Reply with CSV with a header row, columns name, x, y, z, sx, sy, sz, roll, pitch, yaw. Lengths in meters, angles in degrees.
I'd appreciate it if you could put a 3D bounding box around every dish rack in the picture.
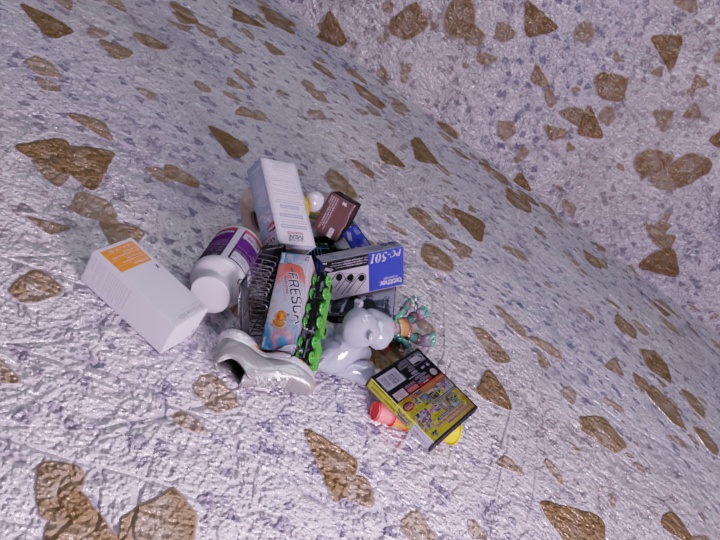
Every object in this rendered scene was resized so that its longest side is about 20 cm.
name,x,y,z,sx,sy,sz,roll,pitch,yaw
dish rack,-0.191,0.051,1.383,0.054,0.156,0.201,4,26,8

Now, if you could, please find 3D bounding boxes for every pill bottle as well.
name,x,y,z,sx,sy,sz,roll,pitch,yaw
pill bottle,-0.266,-0.001,1.411,0.112,0.113,0.201,32,28,-8

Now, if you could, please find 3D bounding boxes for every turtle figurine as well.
name,x,y,z,sx,sy,sz,roll,pitch,yaw
turtle figurine,0.109,0.131,1.644,0.099,0.153,0.199,1,-2,27

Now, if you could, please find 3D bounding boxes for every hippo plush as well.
name,x,y,z,sx,sy,sz,roll,pitch,yaw
hippo plush,-0.024,0.125,1.445,0.198,0.162,0.160,11,36,-39

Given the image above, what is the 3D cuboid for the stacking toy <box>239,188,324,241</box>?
name,x,y,z,sx,sy,sz,roll,pitch,yaw
stacking toy,-0.164,-0.135,1.638,0.198,0.147,0.147,-21,57,-30

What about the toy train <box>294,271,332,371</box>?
name,x,y,z,sx,sy,sz,roll,pitch,yaw
toy train,-0.084,0.099,1.379,0.057,0.041,0.203,56,39,-53

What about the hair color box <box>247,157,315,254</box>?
name,x,y,z,sx,sy,sz,roll,pitch,yaw
hair color box,-0.169,-0.132,1.517,0.098,0.060,0.203,4,62,-42

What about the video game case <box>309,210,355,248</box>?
name,x,y,z,sx,sy,sz,roll,pitch,yaw
video game case,-0.071,-0.106,1.900,0.198,0.022,0.183,6,41,-43

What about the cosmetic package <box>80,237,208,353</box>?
name,x,y,z,sx,sy,sz,roll,pitch,yaw
cosmetic package,-0.379,0.041,1.260,0.199,0.072,0.101,41,27,7

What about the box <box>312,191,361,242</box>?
name,x,y,z,sx,sy,sz,roll,pitch,yaw
box,-0.056,-0.135,1.764,0.074,0.101,0.200,29,7,-1

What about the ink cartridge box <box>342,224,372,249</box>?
name,x,y,z,sx,sy,sz,roll,pitch,yaw
ink cartridge box,0.022,-0.024,1.747,0.094,0.044,0.200,54,-2,31

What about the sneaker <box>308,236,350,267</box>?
name,x,y,z,sx,sy,sz,roll,pitch,yaw
sneaker,-0.115,-0.055,1.706,0.198,0.078,0.071,21,31,-28

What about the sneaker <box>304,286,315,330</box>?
name,x,y,z,sx,sy,sz,roll,pitch,yaw
sneaker,-0.110,0.055,1.518,0.075,0.081,0.200,23,14,-14

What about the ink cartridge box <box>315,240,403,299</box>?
name,x,y,z,sx,sy,sz,roll,pitch,yaw
ink cartridge box,0.000,0.000,1.606,0.197,0.096,0.044,-11,24,-22

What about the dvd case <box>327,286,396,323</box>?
name,x,y,z,sx,sy,sz,roll,pitch,yaw
dvd case,0.005,0.065,1.626,0.148,0.025,0.201,2,24,5

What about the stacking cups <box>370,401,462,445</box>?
name,x,y,z,sx,sy,sz,roll,pitch,yaw
stacking cups,0.109,0.306,1.448,0.197,0.061,0.061,18,32,-23

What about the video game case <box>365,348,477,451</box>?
name,x,y,z,sx,sy,sz,roll,pitch,yaw
video game case,0.127,0.256,1.451,0.181,0.026,0.199,44,32,18

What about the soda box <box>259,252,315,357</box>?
name,x,y,z,sx,sy,sz,roll,pitch,yaw
soda box,-0.138,0.069,1.379,0.062,0.069,0.203,6,66,8

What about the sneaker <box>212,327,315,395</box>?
name,x,y,z,sx,sy,sz,roll,pitch,yaw
sneaker,-0.177,0.188,1.283,0.198,0.076,0.092,25,36,-5
